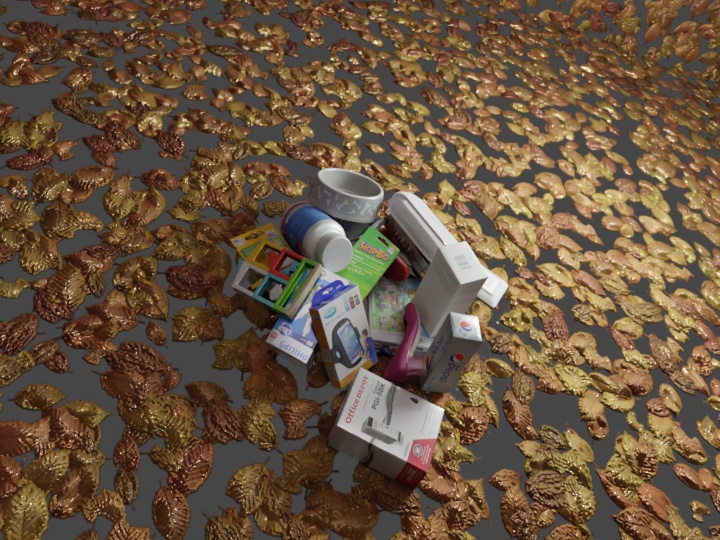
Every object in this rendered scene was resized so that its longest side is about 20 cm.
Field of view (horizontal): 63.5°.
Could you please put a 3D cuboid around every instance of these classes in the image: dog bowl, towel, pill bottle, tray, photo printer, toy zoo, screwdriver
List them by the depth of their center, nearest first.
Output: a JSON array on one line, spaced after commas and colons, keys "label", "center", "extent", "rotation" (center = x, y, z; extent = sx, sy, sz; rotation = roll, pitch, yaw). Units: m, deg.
[{"label": "toy zoo", "center": [-0.192, 0.010, 1.257], "extent": [0.196, 0.021, 0.133], "rotation": [23, 68, 27]}, {"label": "screwdriver", "center": [0.083, 0.194, 1.308], "extent": [0.194, 0.028, 0.030], "rotation": [23, 75, -9]}, {"label": "pill bottle", "center": [-0.101, -0.076, 1.347], "extent": [0.109, 0.116, 0.199], "rotation": [-13, 30, -28]}, {"label": "dog bowl", "center": [-0.031, -0.191, 1.435], "extent": [0.193, 0.060, 0.202], "rotation": [15, 27, -8]}, {"label": "photo printer", "center": [0.154, -0.109, 1.439], "extent": [0.202, 0.069, 0.165], "rotation": [52, 18, 17]}, {"label": "towel", "center": [-0.048, -0.127, 1.468], "extent": [0.146, 0.024, 0.199], "rotation": [-40, 54, -15]}, {"label": "tray", "center": [0.296, 0.006, 1.544], "extent": [0.198, 0.022, 0.107], "rotation": [36, 49, 12]}]

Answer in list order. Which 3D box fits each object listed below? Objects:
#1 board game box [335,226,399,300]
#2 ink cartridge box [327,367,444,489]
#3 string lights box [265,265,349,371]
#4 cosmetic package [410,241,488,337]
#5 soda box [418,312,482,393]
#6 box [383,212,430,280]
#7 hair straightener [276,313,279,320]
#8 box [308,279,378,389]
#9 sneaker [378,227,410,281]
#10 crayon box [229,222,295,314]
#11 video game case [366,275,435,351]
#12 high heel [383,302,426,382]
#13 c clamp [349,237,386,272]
[{"label": "board game box", "center": [0.000, 0.000, 1.348], "extent": [0.095, 0.030, 0.202], "rotation": [37, 74, 5]}, {"label": "ink cartridge box", "center": [0.051, 0.309, 1.150], "extent": [0.195, 0.084, 0.149], "rotation": [25, 47, 2]}, {"label": "string lights box", "center": [-0.111, 0.096, 1.245], "extent": [0.100, 0.059, 0.204], "rotation": [25, 67, 7]}, {"label": "cosmetic package", "center": [0.196, 0.045, 1.319], "extent": [0.082, 0.203, 0.110], "rotation": [-12, 57, -26]}, {"label": "soda box", "center": [0.185, 0.178, 1.230], "extent": [0.066, 0.203, 0.065], "rotation": [9, 46, -12]}, {"label": "box", "center": [0.148, -0.051, 1.481], "extent": [0.135, 0.040, 0.202], "rotation": [16, 36, -56]}, {"label": "hair straightener", "center": [-0.092, 0.126, 1.279], "extent": [0.193, 0.042, 0.079], "rotation": [11, 47, -5]}, {"label": "box", "center": [-0.036, 0.126, 1.215], "extent": [0.117, 0.207, 0.041], "rotation": [-29, 23, -38]}, {"label": "sneaker", "center": [0.073, -0.057, 1.463], "extent": [0.114, 0.080, 0.199], "rotation": [-27, 52, -37]}, {"label": "crayon box", "center": [-0.204, -0.008, 1.352], "extent": [0.124, 0.052, 0.201], "rotation": [-25, 63, -35]}, {"label": "video game case", "center": [0.102, 0.097, 1.394], "extent": [0.175, 0.022, 0.205], "rotation": [10, 48, -12]}, {"label": "high heel", "center": [0.091, 0.157, 1.296], "extent": [0.092, 0.068, 0.205], "rotation": [-6, 51, 3]}, {"label": "c clamp", "center": [-0.011, 0.030, 1.365], "extent": [0.169, 0.027, 0.202], "rotation": [35, 71, 5]}]
